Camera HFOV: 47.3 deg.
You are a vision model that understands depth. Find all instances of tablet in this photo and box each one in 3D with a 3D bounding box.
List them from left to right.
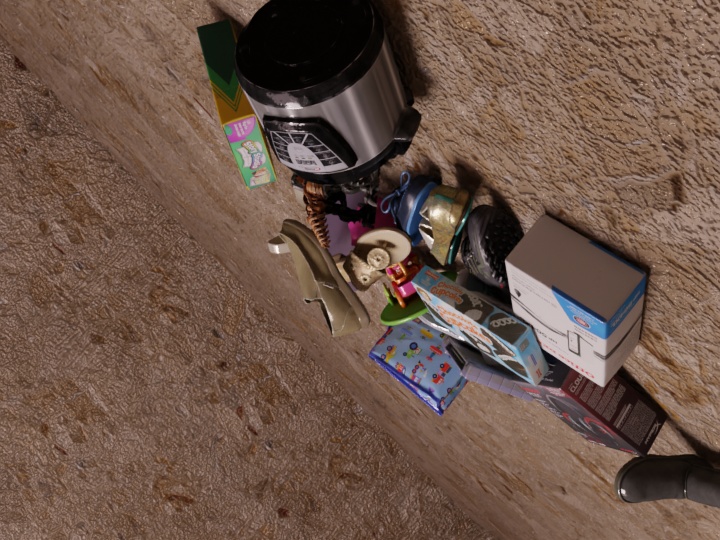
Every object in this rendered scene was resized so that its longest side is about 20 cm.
[{"bbox_3d":[0.233,0.073,1.218,0.198,0.014,0.130,25,172,-12],"label":"tablet"}]

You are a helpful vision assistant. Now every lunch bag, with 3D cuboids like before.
[{"bbox_3d":[0.122,0.154,1.595,0.199,0.151,0.094,36,165,22],"label":"lunch bag"}]

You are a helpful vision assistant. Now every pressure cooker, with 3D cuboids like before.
[{"bbox_3d":[-0.033,-0.199,0.942,0.177,0.177,0.200,60,178,34],"label":"pressure cooker"}]

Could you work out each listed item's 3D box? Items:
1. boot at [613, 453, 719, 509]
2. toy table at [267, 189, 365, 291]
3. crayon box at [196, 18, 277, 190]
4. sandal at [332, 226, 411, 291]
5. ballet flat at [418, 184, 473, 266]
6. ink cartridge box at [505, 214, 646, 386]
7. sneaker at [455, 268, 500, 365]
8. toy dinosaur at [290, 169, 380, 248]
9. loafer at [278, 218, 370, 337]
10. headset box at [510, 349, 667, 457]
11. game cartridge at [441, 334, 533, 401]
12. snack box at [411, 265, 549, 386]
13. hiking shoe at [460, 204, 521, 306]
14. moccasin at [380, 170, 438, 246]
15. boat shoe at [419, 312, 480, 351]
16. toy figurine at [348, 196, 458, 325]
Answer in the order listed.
[{"bbox_3d":[0.478,0.308,1.134,0.200,0.180,0.073,-159,60,-70],"label":"boot"},{"bbox_3d":[-0.055,-0.069,1.405,0.116,0.183,0.202,18,117,40],"label":"toy table"},{"bbox_3d":[-0.186,-0.248,1.256,0.200,0.058,0.174,80,174,-68],"label":"crayon box"},{"bbox_3d":[0.005,0.002,1.235,0.077,0.070,0.211,26,155,-22],"label":"sandal"},{"bbox_3d":[0.110,-0.063,1.115,0.071,0.071,0.200,38,168,12],"label":"ballet flat"},{"bbox_3d":[0.267,0.043,1.024,0.145,0.084,0.200,34,164,30],"label":"ink cartridge box"},{"bbox_3d":[0.217,0.072,1.315,0.081,0.074,0.201,-7,132,32],"label":"sneaker"},{"bbox_3d":[-0.040,-0.112,1.232,0.134,0.202,0.102,6,160,-1],"label":"toy dinosaur"},{"bbox_3d":[-0.063,0.014,1.213,0.201,0.067,0.076,53,168,1],"label":"loafer"},{"bbox_3d":[0.335,0.186,1.243,0.199,0.075,0.148,38,167,-14],"label":"headset box"},{"bbox_3d":[0.220,0.169,1.427,0.129,0.039,0.200,25,-173,-9],"label":"game cartridge"},{"bbox_3d":[0.167,0.076,1.160,0.199,0.037,0.116,33,166,40],"label":"snack box"},{"bbox_3d":[0.167,-0.023,1.114,0.100,0.076,0.200,26,160,37],"label":"hiking shoe"},{"bbox_3d":[0.065,-0.089,1.187,0.068,0.080,0.200,42,165,12],"label":"moccasin"},{"bbox_3d":[0.162,0.088,1.469,0.199,0.072,0.062,37,171,14],"label":"boat shoe"},{"bbox_3d":[0.053,-0.036,1.355,0.185,0.149,0.200,59,-174,-13],"label":"toy figurine"}]
